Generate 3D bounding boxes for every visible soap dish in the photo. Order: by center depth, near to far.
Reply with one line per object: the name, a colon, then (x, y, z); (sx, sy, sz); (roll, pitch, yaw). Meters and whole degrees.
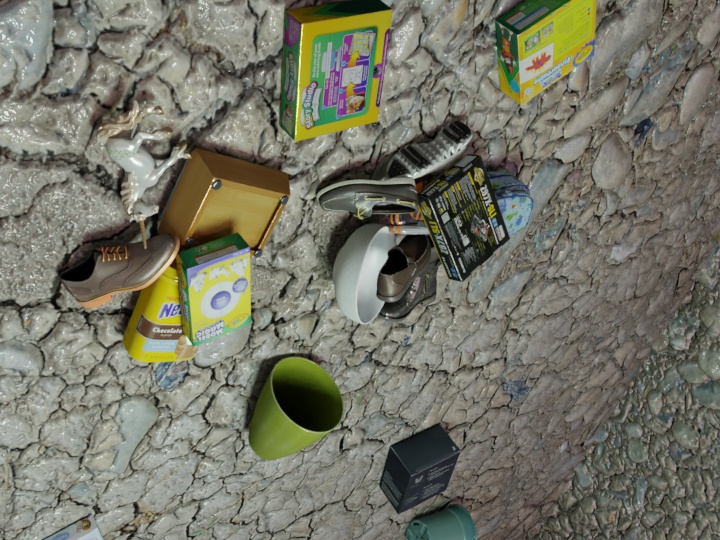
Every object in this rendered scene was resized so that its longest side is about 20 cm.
soap dish: (-0.219, -0.105, 1.264); (0.198, 0.081, 0.159); (8, 120, -48)

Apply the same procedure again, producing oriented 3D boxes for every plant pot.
plant pot: (-0.165, 0.327, 1.681); (0.184, 0.189, 0.201); (1, 141, -43)
plant pot: (0.277, 0.946, 2.684); (0.193, 0.201, 0.203); (2, 126, -35)

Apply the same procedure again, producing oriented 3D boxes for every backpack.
backpack: (0.285, -0.139, 1.676); (0.198, 0.152, 0.166); (-27, 136, -40)

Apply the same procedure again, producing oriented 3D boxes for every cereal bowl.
cereal bowl: (0.000, 0.000, 1.544); (0.200, 0.082, 0.204); (-48, 146, -48)

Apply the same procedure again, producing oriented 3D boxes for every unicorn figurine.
unicorn figurine: (-0.323, -0.158, 1.133); (0.136, 0.074, 0.202); (-31, 129, -1)

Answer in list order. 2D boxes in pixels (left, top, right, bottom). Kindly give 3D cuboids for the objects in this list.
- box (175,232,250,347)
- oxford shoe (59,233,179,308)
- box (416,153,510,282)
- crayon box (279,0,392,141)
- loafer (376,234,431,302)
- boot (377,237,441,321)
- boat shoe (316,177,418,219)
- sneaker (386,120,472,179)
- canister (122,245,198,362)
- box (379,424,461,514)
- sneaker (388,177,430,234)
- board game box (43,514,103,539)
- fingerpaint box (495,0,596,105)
box: (-0.242, 0.044, 1.270); (0.116, 0.048, 0.203); (-22, 140, -28)
oxford shoe: (-0.376, -0.009, 1.188); (0.197, 0.072, 0.073); (-28, 139, 6)
box: (0.210, -0.105, 1.533); (0.159, 0.049, 0.203); (-39, 119, -25)
crayon box: (-0.042, -0.326, 1.234); (0.170, 0.058, 0.203); (-18, 136, -28)
loafer: (0.092, -0.022, 1.548); (0.201, 0.071, 0.072); (-58, 151, -42)
boot: (0.117, 0.010, 1.718); (0.198, 0.069, 0.177); (-26, 138, -35)
boat shoe: (0.016, -0.132, 1.434); (0.196, 0.062, 0.072); (-7, 161, -15)
sneaker: (0.138, -0.217, 1.506); (0.197, 0.076, 0.082); (-28, 150, -19)
canister: (-0.319, 0.059, 1.326); (0.147, 0.087, 0.202); (2, 126, -45)
box: (0.178, 0.602, 2.301); (0.193, 0.118, 0.203); (-17, 137, -31)
sneaker: (0.137, -0.132, 1.552); (0.197, 0.077, 0.115); (-3, 98, -46)
board game box: (-0.638, 0.634, 1.622); (0.197, 0.041, 0.202); (-24, 140, -24)
fingerpaint box: (0.362, -0.452, 1.482); (0.198, 0.073, 0.168); (-35, 142, -11)
